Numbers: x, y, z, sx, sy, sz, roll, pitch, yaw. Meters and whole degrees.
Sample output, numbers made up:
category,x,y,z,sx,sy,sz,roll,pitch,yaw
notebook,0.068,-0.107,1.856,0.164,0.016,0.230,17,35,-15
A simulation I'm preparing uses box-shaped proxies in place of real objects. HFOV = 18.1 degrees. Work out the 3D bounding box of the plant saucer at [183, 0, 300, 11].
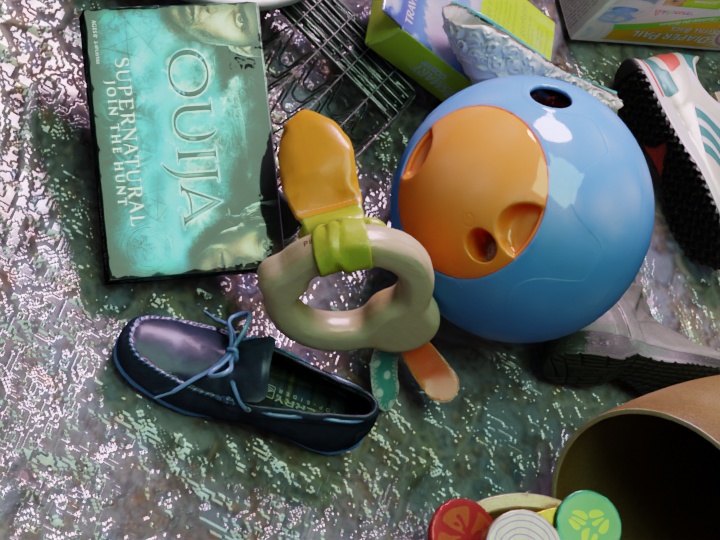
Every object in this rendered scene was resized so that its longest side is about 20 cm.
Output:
category,x,y,z,sx,sy,sz,roll,pitch,yaw
plant saucer,-0.112,-0.264,1.772,0.199,0.050,0.201,9,50,-10

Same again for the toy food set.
category,x,y,z,sx,sy,sz,roll,pitch,yaw
toy food set,0.122,0.255,1.646,0.199,0.049,0.199,-14,77,-19

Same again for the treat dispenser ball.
category,x,y,z,sx,sy,sz,roll,pitch,yaw
treat dispenser ball,0.122,-0.046,1.707,0.200,0.201,0.202,13,61,-24

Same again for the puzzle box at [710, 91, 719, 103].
category,x,y,z,sx,sy,sz,roll,pitch,yaw
puzzle box,0.390,-0.070,1.996,0.132,0.025,0.201,-9,71,-33

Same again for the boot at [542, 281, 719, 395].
category,x,y,z,sx,sy,sz,roll,pitch,yaw
boot,0.225,0.031,1.831,0.199,0.068,0.131,12,56,-26

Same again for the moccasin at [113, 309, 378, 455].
category,x,y,z,sx,sy,sz,roll,pitch,yaw
moccasin,-0.077,0.070,1.633,0.199,0.068,0.081,17,60,-20

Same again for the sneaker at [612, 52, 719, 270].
category,x,y,z,sx,sy,sz,roll,pitch,yaw
sneaker,0.296,-0.100,1.928,0.093,0.070,0.201,-17,73,-28

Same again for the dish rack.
category,x,y,z,sx,sy,sz,roll,pitch,yaw
dish rack,-0.054,-0.132,1.759,0.153,0.055,0.200,46,51,-4

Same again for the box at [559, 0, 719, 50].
category,x,y,z,sx,sy,sz,roll,pitch,yaw
box,0.279,-0.266,1.974,0.199,0.112,0.102,0,65,-30

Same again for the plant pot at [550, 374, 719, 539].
category,x,y,z,sx,sy,sz,roll,pitch,yaw
plant pot,0.275,0.158,1.742,0.187,0.186,0.200,55,40,5

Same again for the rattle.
category,x,y,z,sx,sy,sz,roll,pitch,yaw
rattle,0.000,0.000,1.676,0.200,0.130,0.143,36,16,-46

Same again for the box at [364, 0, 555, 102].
category,x,y,z,sx,sy,sz,roll,pitch,yaw
box,0.077,-0.199,1.829,0.200,0.047,0.123,34,52,-36

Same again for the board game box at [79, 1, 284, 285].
category,x,y,z,sx,sy,sz,roll,pitch,yaw
board game box,-0.130,-0.095,1.661,0.134,0.028,0.202,-5,84,-15

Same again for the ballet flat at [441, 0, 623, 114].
category,x,y,z,sx,sy,sz,roll,pitch,yaw
ballet flat,0.133,-0.146,1.793,0.199,0.072,0.072,25,55,-39
